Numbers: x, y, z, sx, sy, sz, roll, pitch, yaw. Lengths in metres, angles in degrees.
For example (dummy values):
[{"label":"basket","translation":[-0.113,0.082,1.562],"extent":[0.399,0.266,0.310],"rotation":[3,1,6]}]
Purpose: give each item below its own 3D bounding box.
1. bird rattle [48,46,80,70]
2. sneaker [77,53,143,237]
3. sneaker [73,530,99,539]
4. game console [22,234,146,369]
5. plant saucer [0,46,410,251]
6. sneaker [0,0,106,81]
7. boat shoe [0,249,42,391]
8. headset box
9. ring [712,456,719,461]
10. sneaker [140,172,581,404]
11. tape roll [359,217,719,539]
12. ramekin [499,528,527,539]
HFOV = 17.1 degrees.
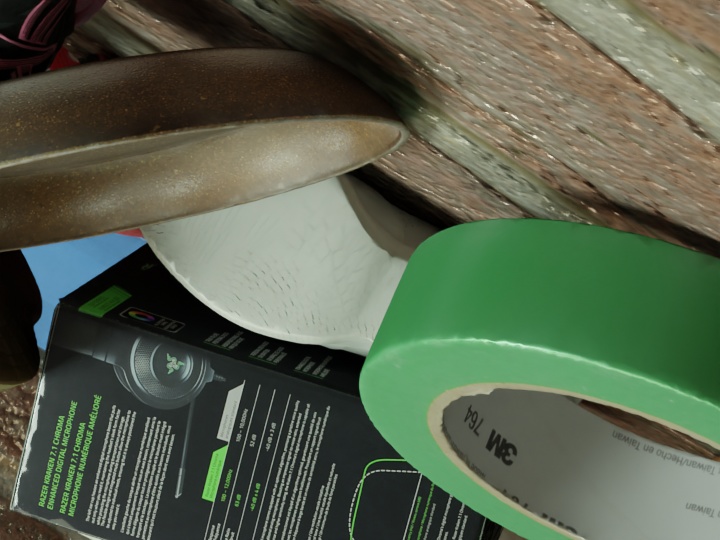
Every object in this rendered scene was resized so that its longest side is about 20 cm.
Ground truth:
[{"label":"bird rattle","translation":[-0.205,-0.070,0.942],"extent":[0.200,0.163,0.113],"rotation":[36,-165,29]},{"label":"sneaker","translation":[-0.116,-0.039,1.062],"extent":[0.087,0.074,0.200],"rotation":[27,170,-19]},{"label":"sneaker","translation":[-0.068,0.128,1.081],"extent":[0.200,0.080,0.074],"rotation":[15,140,27]},{"label":"game console","translation":[-0.167,-0.020,1.232],"extent":[0.200,0.117,0.176],"rotation":[32,172,-20]},{"label":"plant saucer","translation":[-0.084,-0.038,0.770],"extent":[0.200,0.032,0.200],"rotation":[-10,174,-1]},{"label":"sneaker","translation":[-0.128,-0.084,0.749],"extent":[0.079,0.096,0.200],"rotation":[32,172,4]},{"label":"boat shoe","translation":[-0.174,0.019,0.952],"extent":[0.072,0.072,0.200],"rotation":[63,-179,-12]},{"label":"headset box","translation":[-0.032,0.061,1.000],"extent":[0.199,0.093,0.174],"rotation":[17,-166,9]},{"label":"ring","translation":[0.250,0.144,1.123],"extent":[0.200,0.019,0.200],"rotation":[29,172,5]},{"label":"sneaker","translation":[0.000,0.000,0.945],"extent":[0.200,0.075,0.088],"rotation":[28,-176,2]},{"label":"tape roll","translation":[0.099,0.055,0.805],"extent":[0.200,0.048,0.201],"rotation":[20,159,8]},{"label":"ramekin","translation":[0.005,0.110,1.179],"extent":[0.202,0.203,0.094],"rotation":[25,160,30]}]
